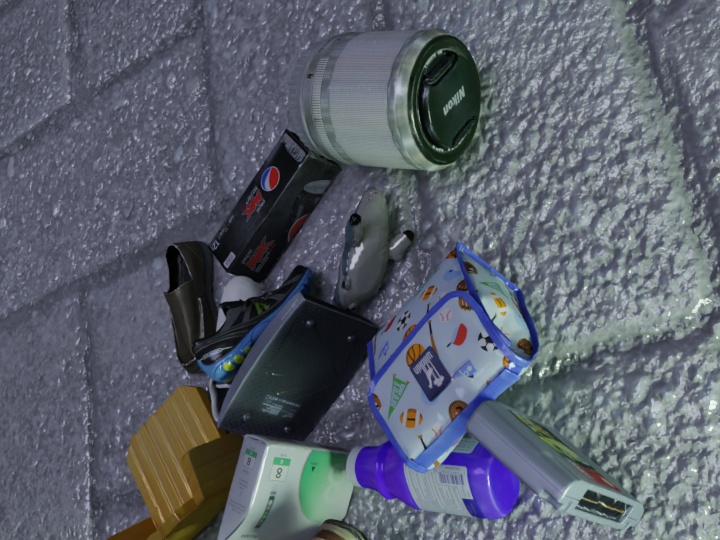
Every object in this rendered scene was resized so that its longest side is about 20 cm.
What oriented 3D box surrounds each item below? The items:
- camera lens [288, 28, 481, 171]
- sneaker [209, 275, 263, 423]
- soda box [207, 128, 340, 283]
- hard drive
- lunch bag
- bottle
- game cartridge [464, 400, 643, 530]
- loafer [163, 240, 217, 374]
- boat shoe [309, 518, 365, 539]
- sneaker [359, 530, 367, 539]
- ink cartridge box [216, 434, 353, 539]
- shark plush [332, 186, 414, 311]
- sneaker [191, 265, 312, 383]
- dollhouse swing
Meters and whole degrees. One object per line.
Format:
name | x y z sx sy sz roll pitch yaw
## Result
camera lens | 0.033 -0.204 1.165 0.198 0.159 0.162 9 84 40
sneaker | -0.161 0.106 1.277 0.075 0.080 0.203 0 82 11
soda box | -0.118 -0.084 1.312 0.201 0.070 0.063 -54 51 14
hard drive | -0.081 0.122 1.190 0.201 0.134 0.042 -56 37 17
lunch bag | 0.094 0.092 1.012 0.170 0.123 0.201 -49 20 21
bottle | 0.074 0.223 1.069 0.198 0.065 0.084 -4 118 39
game cartridge | 0.181 0.182 0.916 0.133 0.199 0.041 35 93 38
loafer | -0.251 0.049 1.385 0.075 0.069 0.202 -24 64 32
boat shoe | -0.007 0.367 1.045 0.075 0.074 0.202 -17 105 47
sneaker | -0.036 0.400 1.113 0.075 0.077 0.203 -9 74 35
ink cartridge box | -0.090 0.299 1.129 0.050 0.160 0.202 10 84 43
shark plush | 0.000 0.000 1.224 0.083 0.090 0.202 -136 53 -58
sneaker | -0.133 0.054 1.230 0.082 0.071 0.199 37 61 18
dollhouse swing | -0.270 0.271 1.287 0.200 0.181 0.176 -45 75 21
